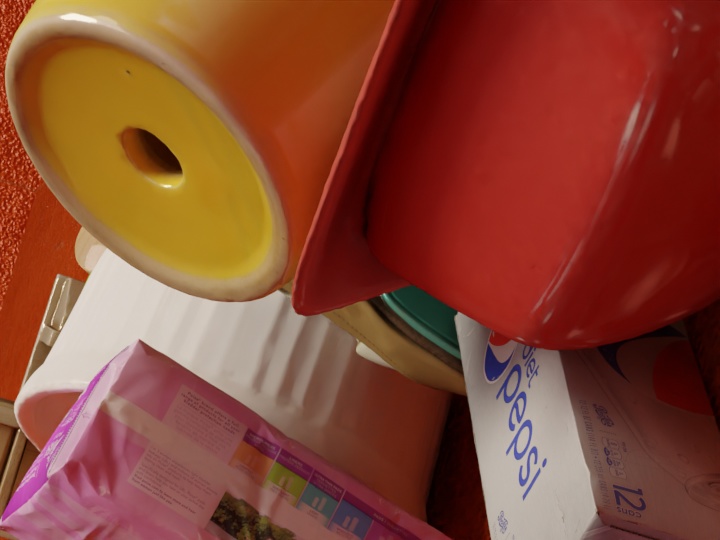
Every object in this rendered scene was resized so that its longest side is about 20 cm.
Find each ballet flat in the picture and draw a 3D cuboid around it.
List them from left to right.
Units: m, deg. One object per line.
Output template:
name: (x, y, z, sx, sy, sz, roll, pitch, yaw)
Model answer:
ballet flat: (0.000, 0.000, 0.901, 0.069, 0.200, 0.063, -52, -1, -41)

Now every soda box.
soda box: (0.084, 0.056, 0.775, 0.200, 0.063, 0.068, -96, 28, -57)

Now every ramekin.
ramekin: (-0.051, 0.059, 1.000, 0.200, 0.200, 0.098, -37, 29, 63)

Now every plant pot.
plant pot: (-0.026, -0.097, 0.795, 0.189, 0.201, 0.201, -50, 3, -32)

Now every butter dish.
butter dish: (0.103, -0.048, 0.694, 0.148, 0.199, 0.200, 41, 129, 26)

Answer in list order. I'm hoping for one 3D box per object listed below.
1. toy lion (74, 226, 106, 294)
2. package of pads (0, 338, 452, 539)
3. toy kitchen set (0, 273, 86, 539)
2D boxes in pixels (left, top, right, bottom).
toy lion: (-0.084, 0.053, 1.193, 0.199, 0.069, 0.192, -4, 58, 30)
package of pads: (-0.042, 0.118, 0.881, 0.076, 0.200, 0.120, -62, 10, -27)
toy kitchen set: (-0.148, 0.096, 1.256, 0.180, 0.199, 0.164, -175, 103, -74)
